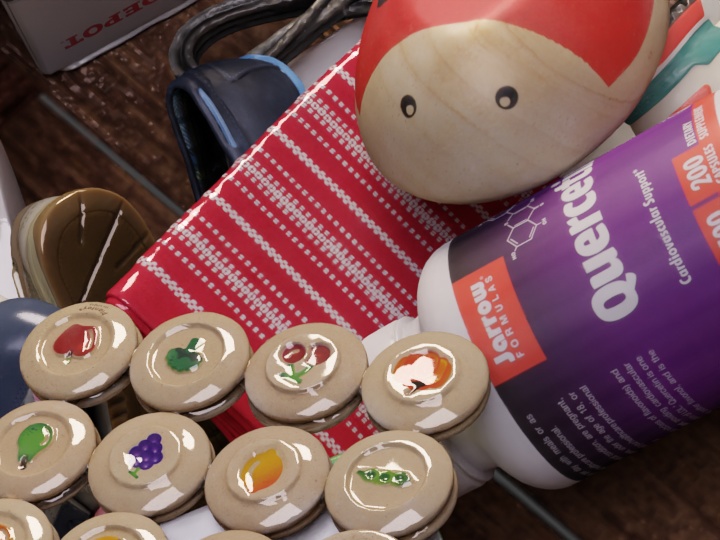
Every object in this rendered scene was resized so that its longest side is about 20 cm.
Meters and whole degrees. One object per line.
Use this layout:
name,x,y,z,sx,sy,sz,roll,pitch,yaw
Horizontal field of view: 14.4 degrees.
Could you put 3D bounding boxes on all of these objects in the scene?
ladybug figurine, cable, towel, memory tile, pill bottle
ladybug figurine,0.060,-0.108,1.209,0.135,0.072,0.200,-8,36,18
cable,0.005,-0.139,1.327,0.199,0.050,0.097,-9,64,1
towel,0.000,0.000,1.239,0.145,0.022,0.200,45,64,-2
memory tile,-0.058,0.076,1.085,0.199,0.017,0.154,4,50,21
pill bottle,0.103,0.015,1.153,0.200,0.112,0.113,-30,66,16

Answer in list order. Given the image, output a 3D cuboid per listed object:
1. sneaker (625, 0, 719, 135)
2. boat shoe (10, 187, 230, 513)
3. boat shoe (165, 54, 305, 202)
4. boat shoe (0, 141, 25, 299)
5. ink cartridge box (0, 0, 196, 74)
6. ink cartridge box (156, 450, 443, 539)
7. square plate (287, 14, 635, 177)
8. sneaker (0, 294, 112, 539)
sneaker,0.194,-0.104,1.306,0.093,0.070,0.200,50,57,-1
boat shoe,-0.101,0.060,1.264,0.072,0.065,0.200,-27,100,-28
boat shoe,-0.049,0.005,1.277,0.069,0.084,0.201,-7,73,-42
boat shoe,-0.178,0.030,1.309,0.068,0.072,0.201,-12,76,3
ink cartridge box,-0.123,-0.197,1.317,0.145,0.200,0.084,-29,65,-5
ink cartridge box,-0.028,0.153,1.164,0.144,0.200,0.084,-21,70,-2
square plate,0.060,-0.048,1.326,0.200,0.028,0.198,-34,67,-7
sneaker,-0.133,0.109,1.209,0.082,0.201,0.070,10,26,26
